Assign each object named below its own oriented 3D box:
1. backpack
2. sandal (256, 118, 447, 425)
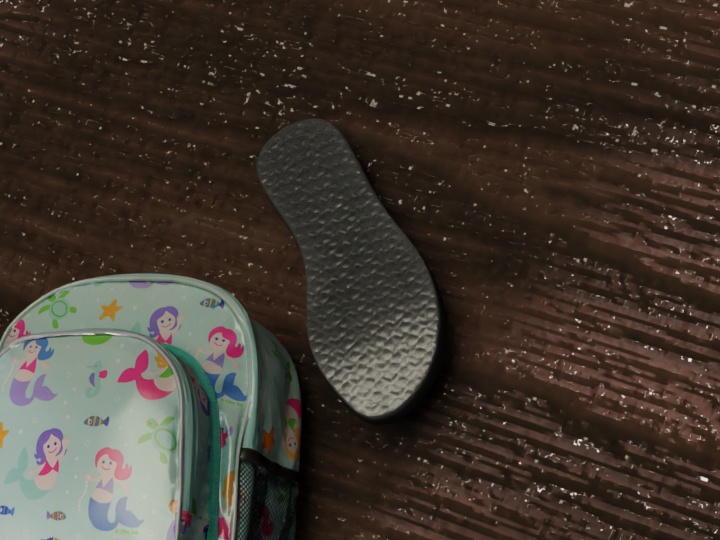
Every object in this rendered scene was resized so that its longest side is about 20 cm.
[{"bbox_3d":[-0.124,0.101,1.246,0.176,0.151,0.202,0,66,22],"label":"backpack"},{"bbox_3d":[0.000,-0.001,1.288,0.076,0.043,0.201,-24,54,7],"label":"sandal"}]
